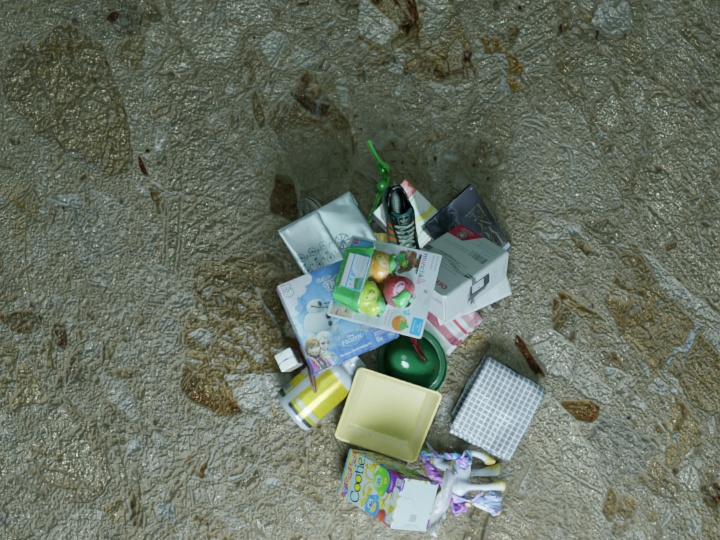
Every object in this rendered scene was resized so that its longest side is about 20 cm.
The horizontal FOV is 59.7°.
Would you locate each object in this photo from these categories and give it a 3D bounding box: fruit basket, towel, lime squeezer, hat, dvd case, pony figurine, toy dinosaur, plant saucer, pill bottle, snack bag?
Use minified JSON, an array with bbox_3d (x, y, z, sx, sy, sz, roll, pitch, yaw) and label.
[{"bbox_3d":[0.049,0.027,1.274,0.198,0.094,0.186,12,71,16],"label":"fruit basket"},{"bbox_3d":[0.178,0.136,1.503,0.144,0.023,0.200,45,84,4],"label":"towel"},{"bbox_3d":[0.045,-0.217,1.516,0.037,0.071,0.202,12,114,29],"label":"lime squeezer"},{"bbox_3d":[0.104,0.208,1.398,0.165,0.176,0.201,-32,86,7],"label":"hat"},{"bbox_3d":[0.259,-0.081,1.489,0.149,0.016,0.200,-41,114,-8],"label":"dvd case"},{"bbox_3d":[0.219,0.483,1.407,0.198,0.167,0.194,11,44,2],"label":"pony figurine"},{"bbox_3d":[-0.132,0.153,1.416,0.105,0.181,0.201,41,67,-30],"label":"toy dinosaur"},{"bbox_3d":[0.062,0.321,1.433,0.199,0.049,0.201,18,112,-1],"label":"plant saucer"},{"bbox_3d":[0.314,0.321,1.454,0.165,0.086,0.201,29,83,2],"label":"towel"},{"bbox_3d":[-0.084,0.259,1.433,0.200,0.112,0.112,-40,86,-6],"label":"pill bottle"},{"bbox_3d":[-0.054,-0.057,1.395,0.199,0.021,0.189,-30,84,-17],"label":"snack bag"}]

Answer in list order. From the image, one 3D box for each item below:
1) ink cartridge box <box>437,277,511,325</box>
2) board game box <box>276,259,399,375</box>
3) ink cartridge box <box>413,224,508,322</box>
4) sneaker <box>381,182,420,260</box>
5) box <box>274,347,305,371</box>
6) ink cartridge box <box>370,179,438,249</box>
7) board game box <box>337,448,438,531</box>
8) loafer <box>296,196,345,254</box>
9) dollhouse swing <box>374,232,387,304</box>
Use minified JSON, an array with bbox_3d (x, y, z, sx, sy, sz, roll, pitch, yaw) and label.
[{"bbox_3d":[0.247,0.041,1.469,0.199,0.050,0.110,-22,98,-14],"label":"ink cartridge box"},{"bbox_3d":[-0.048,0.089,1.325,0.199,0.043,0.200,-22,79,-15],"label":"board game box"},{"bbox_3d":[0.201,0.002,1.369,0.199,0.084,0.145,-32,49,-26],"label":"ink cartridge box"},{"bbox_3d":[0.093,-0.100,1.422,0.071,0.080,0.202,-16,90,-4],"label":"sneaker"},{"bbox_3d":[-0.155,0.200,1.393,0.041,0.200,0.039,-27,82,-5],"label":"box"},{"bbox_3d":[0.135,-0.104,1.501,0.200,0.067,0.117,44,85,-3],"label":"ink cartridge box"},{"bbox_3d":[0.056,0.472,1.358,0.104,0.199,0.104,21,82,-35],"label":"board game box"},{"bbox_3d":[-0.106,-0.099,1.459,0.063,0.072,0.200,-15,53,-30],"label":"loafer"},{"bbox_3d":[0.000,0.000,1.449,0.198,0.182,0.177,3,94,-1],"label":"dollhouse swing"}]
